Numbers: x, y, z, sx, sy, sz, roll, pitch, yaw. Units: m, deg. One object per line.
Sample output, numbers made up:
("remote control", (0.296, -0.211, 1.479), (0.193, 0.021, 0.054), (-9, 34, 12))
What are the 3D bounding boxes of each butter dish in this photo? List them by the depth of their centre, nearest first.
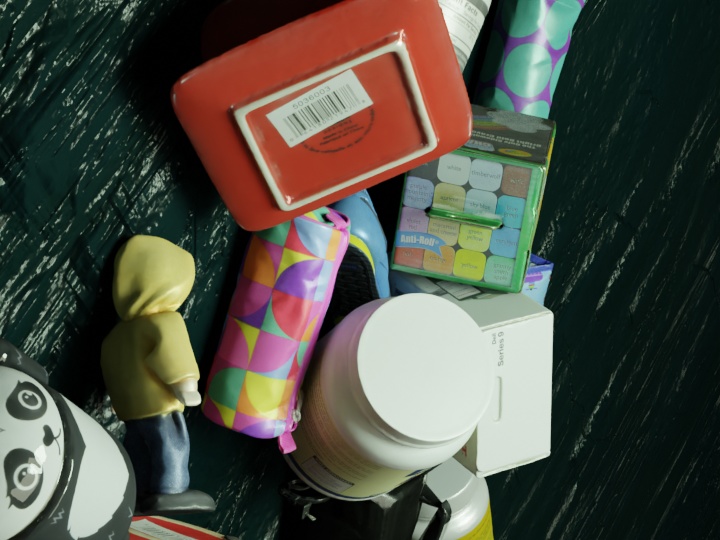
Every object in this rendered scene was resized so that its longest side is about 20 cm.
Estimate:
("butter dish", (-0.037, -0.155, 1.208), (0.198, 0.149, 0.200), (-22, 146, 2))

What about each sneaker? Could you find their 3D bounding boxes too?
("sneaker", (0.000, 0.000, 1.465), (0.201, 0.065, 0.079), (81, 19, -55))

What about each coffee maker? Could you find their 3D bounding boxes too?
("coffee maker", (-0.022, 0.268, 1.577), (0.190, 0.134, 0.202), (-7, 116, -35))

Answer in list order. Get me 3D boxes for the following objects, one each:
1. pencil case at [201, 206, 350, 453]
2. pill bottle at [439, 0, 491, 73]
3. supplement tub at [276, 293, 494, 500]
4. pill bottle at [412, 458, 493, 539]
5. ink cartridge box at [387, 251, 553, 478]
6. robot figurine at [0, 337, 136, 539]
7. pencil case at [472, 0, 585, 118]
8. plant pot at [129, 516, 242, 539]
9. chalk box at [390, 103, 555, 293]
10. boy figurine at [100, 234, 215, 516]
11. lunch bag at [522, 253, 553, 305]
("pencil case", (-0.066, 0.040, 1.347), (0.088, 0.088, 0.202), (-6, 113, -61))
("pill bottle", (0.039, -0.199, 1.337), (0.113, 0.112, 0.202), (29, 83, -63))
("supplement tub", (0.019, 0.108, 1.402), (0.145, 0.145, 0.200), (-54, -175, -27))
("pill bottle", (0.085, 0.267, 1.764), (0.115, 0.113, 0.201), (-51, 149, -32))
("ink cartridge box", (0.091, 0.078, 1.507), (0.083, 0.200, 0.148), (-12, 115, -24))
("robot figurine", (-0.221, 0.138, 1.075), (0.125, 0.150, 0.200), (-50, 151, -7))
("pencil case", (0.167, -0.213, 1.601), (0.092, 0.085, 0.202), (7, 105, -33))
("plant pot", (-0.163, 0.282, 1.219), (0.200, 0.198, 0.185), (18, 87, -64))
("chalk box", (0.100, -0.062, 1.473), (0.200, 0.123, 0.125), (-61, 162, -67))
("boy figurine", (-0.151, 0.077, 1.192), (0.064, 0.124, 0.203), (4, 75, -33))
("lunch bag", (0.089, 0.061, 1.667), (0.199, 0.094, 0.152), (-15, 124, -45))
